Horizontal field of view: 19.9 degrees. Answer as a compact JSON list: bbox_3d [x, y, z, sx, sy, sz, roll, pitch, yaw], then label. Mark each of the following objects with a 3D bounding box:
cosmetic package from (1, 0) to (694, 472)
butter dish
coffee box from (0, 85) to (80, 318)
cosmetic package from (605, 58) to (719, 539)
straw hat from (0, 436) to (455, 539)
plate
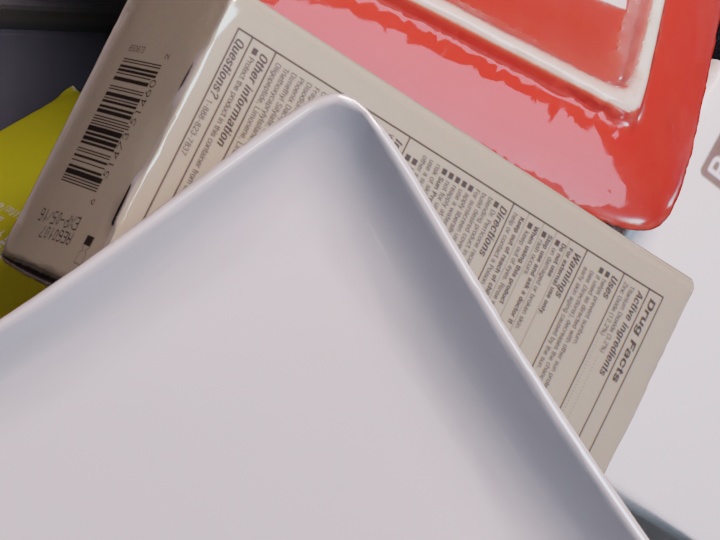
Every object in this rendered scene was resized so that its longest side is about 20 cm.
[{"bbox_3d":[0.000,0.000,0.654,0.199,0.073,0.104,31,83,-31],"label":"cosmetic package"},{"bbox_3d":[0.028,-0.118,0.786,0.198,0.148,0.201,24,65,-19],"label":"butter dish"},{"bbox_3d":[-0.107,0.073,0.765,0.199,0.199,0.199,-35,116,-20],"label":"coffee box"},{"bbox_3d":[0.104,0.010,0.882,0.165,0.200,0.166,33,84,-32],"label":"cosmetic package"},{"bbox_3d":[-0.041,0.142,0.644,0.199,0.085,0.203,0,98,-3],"label":"straw hat"},{"bbox_3d":[-0.032,0.084,0.577,0.199,0.032,0.200,-34,98,1],"label":"plate"}]
